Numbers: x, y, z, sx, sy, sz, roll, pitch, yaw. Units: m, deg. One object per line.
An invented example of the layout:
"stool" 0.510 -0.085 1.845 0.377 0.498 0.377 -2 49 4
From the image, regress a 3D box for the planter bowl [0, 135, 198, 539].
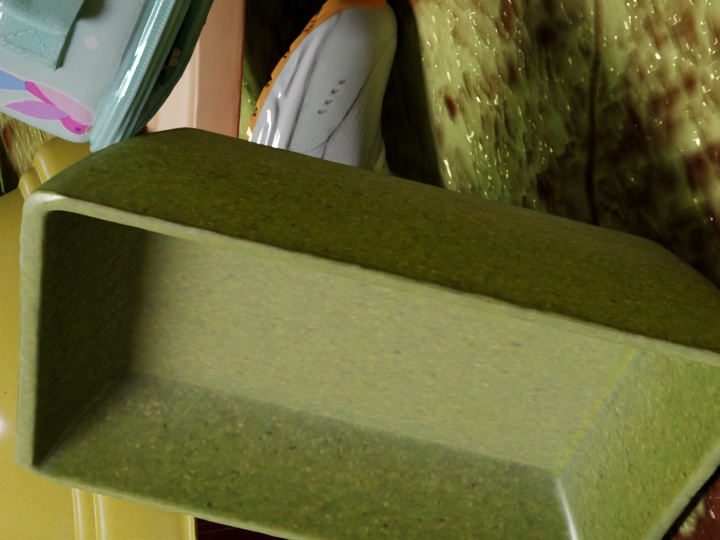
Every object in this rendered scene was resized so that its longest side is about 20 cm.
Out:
"planter bowl" -0.118 0.041 0.837 0.200 0.083 0.201 171 90 -78

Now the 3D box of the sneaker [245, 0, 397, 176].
"sneaker" 0.000 0.000 0.806 0.076 0.092 0.200 -60 -16 -64

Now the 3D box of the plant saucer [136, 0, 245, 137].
"plant saucer" -0.070 -0.088 0.860 0.200 0.032 0.200 -179 90 -81

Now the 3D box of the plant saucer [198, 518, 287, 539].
"plant saucer" -0.047 0.169 0.910 0.037 0.200 0.200 -54 55 37

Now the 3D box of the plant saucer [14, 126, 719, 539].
"plant saucer" 0.002 0.026 0.672 0.200 0.200 0.048 109 174 -63

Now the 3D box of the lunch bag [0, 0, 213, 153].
"lunch bag" -0.054 -0.133 0.628 0.160 0.077 0.200 -89 21 -59

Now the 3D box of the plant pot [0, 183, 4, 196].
"plant pot" -0.286 0.033 1.519 0.196 0.200 0.200 48 152 37
